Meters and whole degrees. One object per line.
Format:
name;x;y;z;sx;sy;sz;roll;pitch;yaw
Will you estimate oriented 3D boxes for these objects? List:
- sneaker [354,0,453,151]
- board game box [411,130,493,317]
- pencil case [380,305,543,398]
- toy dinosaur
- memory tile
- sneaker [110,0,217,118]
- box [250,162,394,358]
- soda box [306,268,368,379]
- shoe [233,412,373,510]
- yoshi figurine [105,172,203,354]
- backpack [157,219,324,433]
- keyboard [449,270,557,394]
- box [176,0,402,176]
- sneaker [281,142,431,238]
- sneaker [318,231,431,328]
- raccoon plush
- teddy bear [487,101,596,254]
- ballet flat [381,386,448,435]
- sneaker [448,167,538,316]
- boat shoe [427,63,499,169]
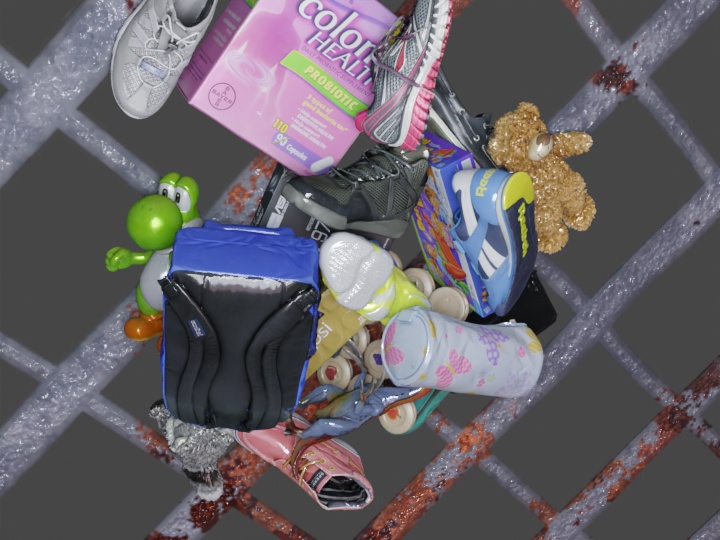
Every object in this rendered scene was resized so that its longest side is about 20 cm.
sneaker;0.048;-0.224;1.023;0.075;0.081;0.200;13;104;0
board game box;0.106;-0.059;1.192;0.045;0.134;0.200;-28;119;-13
pencil case;0.119;0.095;1.148;0.200;0.083;0.091;9;104;-38
toy dinosaur;0.000;0.152;1.212;0.181;0.105;0.200;-2;136;0
memory tile;0.036;0.087;1.239;0.017;0.153;0.200;-2;120;-61
sneaker;-0.199;-0.246;1.030;0.075;0.082;0.200;19;106;-26
box;-0.062;-0.010;1.201;0.160;0.044;0.200;21;105;-21
soda box;-0.086;0.090;1.176;0.200;0.064;0.068;-44;115;5
shoe;-0.071;0.241;1.291;0.200;0.091;0.072;30;101;-28
yoshi figurine;-0.225;-0.007;1.118;0.112;0.112;0.200;3;109;-14
backpack;-0.121;0.059;1.055;0.162;0.168;0.200;7;118;-2
keyboard;0.157;0.058;1.300;0.200;0.021;0.127;-31;99;-23
box;-0.065;-0.223;1.080;0.176;0.097;0.200;32;99;-28
sneaker;0.002;-0.099;1.070;0.199;0.076;0.114;5;119;-50
sneaker;0.000;0.000;1.127;0.076;0.105;0.200;-41;138;3
raccoon plush;-0.178;0.222;1.219;0.097;0.134;0.200;-27;119;-8
teddy bear;0.233;-0.111;1.255;0.145;0.067;0.200;-21;119;-12
ballet flat;0.095;0.137;1.315;0.067;0.070;0.200;42;69;10
sneaker;0.145;-0.035;1.105;0.074;0.082;0.200;-51;146;-36
boat shoe;0.121;-0.170;1.174;0.066;0.075;0.199;-42;98;-1
